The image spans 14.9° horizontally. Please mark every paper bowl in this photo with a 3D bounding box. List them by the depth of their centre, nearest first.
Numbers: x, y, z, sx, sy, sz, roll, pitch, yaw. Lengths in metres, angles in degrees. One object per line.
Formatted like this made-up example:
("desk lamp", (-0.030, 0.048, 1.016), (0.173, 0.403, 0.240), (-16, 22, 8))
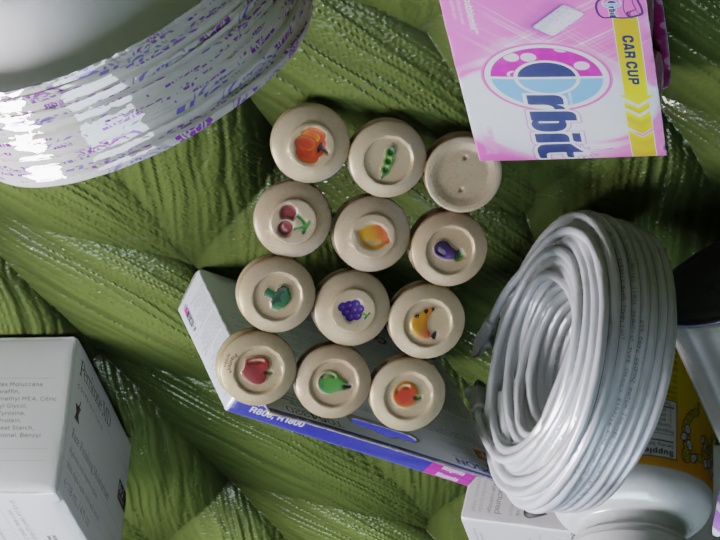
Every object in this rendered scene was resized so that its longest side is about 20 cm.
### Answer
("paper bowl", (-0.133, -0.140, 1.453), (0.200, 0.201, 0.105), (-11, 121, 27))

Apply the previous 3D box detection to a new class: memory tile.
("memory tile", (0.000, 0.000, 1.739), (0.152, 0.201, 0.017), (11, -166, -12))

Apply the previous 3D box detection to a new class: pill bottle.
("pill bottle", (0.188, 0.122, 1.901), (0.112, 0.201, 0.113), (3, 153, 2))

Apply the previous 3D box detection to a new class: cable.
("cable", (0.140, 0.063, 1.792), (0.069, 0.201, 0.200), (13, 128, -17))

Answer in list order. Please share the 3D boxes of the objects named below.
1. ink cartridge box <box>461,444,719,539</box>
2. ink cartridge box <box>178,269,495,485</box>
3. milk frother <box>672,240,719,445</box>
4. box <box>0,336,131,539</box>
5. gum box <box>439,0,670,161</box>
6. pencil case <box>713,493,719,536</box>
("ink cartridge box", (0.185, 0.156, 2.031), (0.199, 0.116, 0.067), (6, 152, 16))
("ink cartridge box", (-0.013, 0.086, 1.887), (0.196, 0.200, 0.043), (19, 112, -25))
("milk frother", (0.280, 0.058, 1.855), (0.200, 0.180, 0.189), (13, 133, 58))
("box", (-0.294, 0.150, 2.096), (0.199, 0.131, 0.199), (-1, 152, 9))
("gum box", (0.113, -0.133, 1.562), (0.113, 0.066, 0.200), (0, 153, 11))
("pencil case", (0.303, 0.172, 2.116), (0.085, 0.084, 0.200), (-18, 171, -38))
